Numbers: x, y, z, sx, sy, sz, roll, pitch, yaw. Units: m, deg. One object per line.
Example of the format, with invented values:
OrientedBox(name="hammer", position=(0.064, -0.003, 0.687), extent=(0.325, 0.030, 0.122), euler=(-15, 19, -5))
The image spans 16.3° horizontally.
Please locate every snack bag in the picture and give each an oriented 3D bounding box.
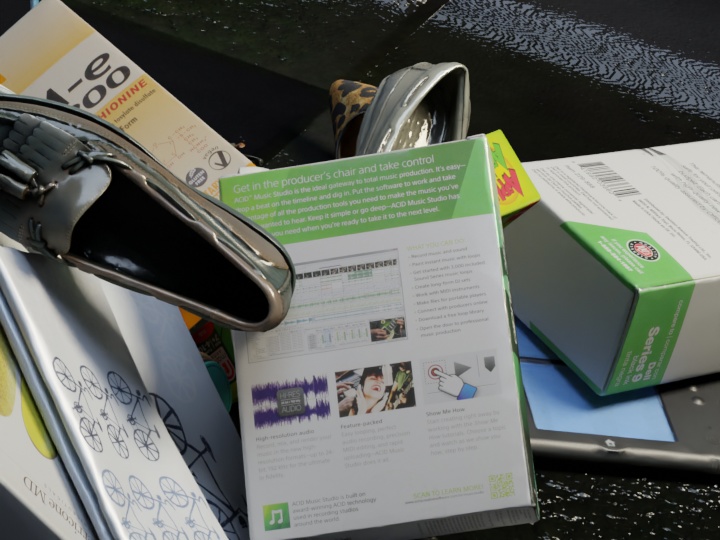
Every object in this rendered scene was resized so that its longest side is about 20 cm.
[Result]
OrientedBox(name="snack bag", position=(-0.104, 0.074, 1.260), extent=(0.189, 0.021, 0.200), euler=(62, 18, 18))

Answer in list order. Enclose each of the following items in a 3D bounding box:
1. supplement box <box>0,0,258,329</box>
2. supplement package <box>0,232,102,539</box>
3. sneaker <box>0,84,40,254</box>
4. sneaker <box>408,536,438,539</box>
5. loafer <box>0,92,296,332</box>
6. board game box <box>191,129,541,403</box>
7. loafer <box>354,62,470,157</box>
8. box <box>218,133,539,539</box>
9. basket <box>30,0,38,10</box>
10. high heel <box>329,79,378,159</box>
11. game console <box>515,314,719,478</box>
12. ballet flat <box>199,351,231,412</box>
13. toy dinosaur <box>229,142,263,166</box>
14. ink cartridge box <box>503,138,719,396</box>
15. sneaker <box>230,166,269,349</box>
OrientedBox(name="supplement box", position=(-0.155, -0.052, 1.453), extent=(0.126, 0.074, 0.200), euler=(-43, 60, -13))
OrientedBox(name="supplement package", position=(-0.200, 0.078, 1.218), extent=(0.114, 0.109, 0.200), euler=(48, 18, -33))
OrientedBox(name="sneaker", position=(-0.180, -0.046, 1.301), extent=(0.200, 0.078, 0.099), euler=(37, -13, -32))
OrientedBox(name="sneaker", position=(0.059, 0.157, 1.287), extent=(0.199, 0.073, 0.112), euler=(-7, 36, -30))
OrientedBox(name="loafer", position=(-0.121, -0.028, 1.224), extent=(0.199, 0.072, 0.063), euler=(26, 10, -8))
OrientedBox(name="board game box", position=(0.000, 0.000, 1.421), extent=(0.101, 0.200, 0.048), euler=(-23, 78, -48))
OrientedBox(name="loafer", position=(0.024, -0.045, 1.557), extent=(0.070, 0.070, 0.201), euler=(29, 59, -29))
OrientedBox(name="box", position=(0.008, 0.038, 1.273), extent=(0.143, 0.036, 0.201), euler=(-8, 71, 6))
OrientedBox(name="basket", position=(-0.303, -0.176, 1.621), extent=(0.199, 0.177, 0.139), euler=(4, 23, 5))
OrientedBox(name="high heel", position=(-0.021, -0.071, 1.660), extent=(0.142, 0.072, 0.200), euler=(3, 38, -31))
OrientedBox(name="game console", position=(0.134, 0.062, 1.538), extent=(0.199, 0.031, 0.177), euler=(6, 29, -13))
OrientedBox(name="ballet flat", position=(-0.134, 0.103, 1.331), extent=(0.063, 0.069, 0.200), euler=(-6, 17, 26))
OrientedBox(name="toy dinosaur", position=(-0.137, -0.051, 1.565), extent=(0.135, 0.103, 0.200), euler=(12, 46, 33))
OrientedBox(name="ink cartridge box", position=(0.195, -0.006, 1.569), extent=(0.199, 0.084, 0.146), euler=(-8, 37, -34))
OrientedBox(name="sneaker", position=(-0.023, 0.037, 1.346), extent=(0.081, 0.074, 0.201), euler=(-6, 71, -16))
